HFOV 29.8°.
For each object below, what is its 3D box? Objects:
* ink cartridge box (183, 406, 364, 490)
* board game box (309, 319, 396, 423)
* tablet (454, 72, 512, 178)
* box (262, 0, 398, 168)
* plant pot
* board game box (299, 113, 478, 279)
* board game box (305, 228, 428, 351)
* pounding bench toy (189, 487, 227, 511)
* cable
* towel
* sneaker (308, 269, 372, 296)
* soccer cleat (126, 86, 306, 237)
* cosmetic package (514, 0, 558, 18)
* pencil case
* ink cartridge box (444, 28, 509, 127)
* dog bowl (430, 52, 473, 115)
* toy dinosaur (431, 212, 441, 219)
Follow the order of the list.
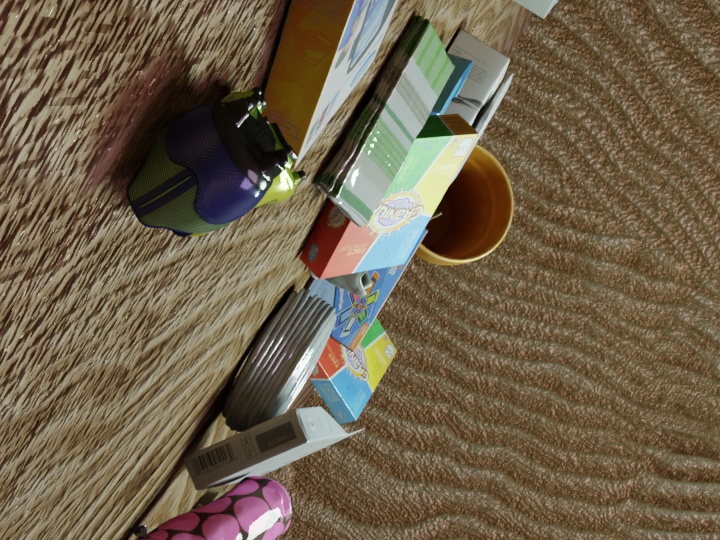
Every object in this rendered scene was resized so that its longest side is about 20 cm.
[{"bbox_3d":[-0.100,0.212,1.658,0.160,0.047,0.200,-26,170,17],"label":"ink cartridge box"},{"bbox_3d":[-0.022,0.150,2.407,0.040,0.153,0.200,-16,-154,35],"label":"board game box"},{"bbox_3d":[0.169,-0.201,1.922,0.130,0.014,0.200,-60,180,30],"label":"tablet"},{"bbox_3d":[-0.013,-0.153,0.845,0.119,0.041,0.200,-57,174,-34],"label":"box"},{"bbox_3d":[0.122,-0.101,2.208,0.200,0.200,0.183,-58,-168,-16],"label":"plant pot"},{"bbox_3d":[0.032,-0.086,1.547,0.153,0.040,0.200,-11,139,-46],"label":"board game box"},{"bbox_3d":[0.000,0.000,1.851,0.200,0.103,0.019,-58,-170,-13],"label":"board game box"},{"bbox_3d":[-0.252,0.479,2.178,0.200,0.124,0.156,-60,177,13],"label":"pounding bench toy"},{"bbox_3d":[-0.101,0.119,1.686,0.200,0.069,0.200,-61,176,27],"label":"cable"},{"bbox_3d":[0.027,-0.148,1.371,0.200,0.031,0.149,-61,164,-3],"label":"towel"},{"bbox_3d":[0.018,-0.058,1.683,0.200,0.092,0.076,-61,178,24],"label":"sneaker"},{"bbox_3d":[-0.079,-0.054,0.718,0.084,0.065,0.200,-30,-177,4],"label":"soccer cleat"},{"bbox_3d":[0.307,-0.505,2.100,0.108,0.085,0.200,-56,176,-36],"label":"cosmetic package"},{"bbox_3d":[-0.175,0.305,1.568,0.200,0.094,0.091,-19,104,-47],"label":"pencil case"},{"bbox_3d":[0.120,-0.216,1.877,0.200,0.083,0.147,-59,177,-3],"label":"ink cartridge box"},{"bbox_3d":[0.072,-0.190,1.711,0.200,0.050,0.111,-61,176,22],"label":"dog bowl"},{"bbox_3d":[0.016,-0.019,1.905,0.200,0.106,0.060,-59,176,-15],"label":"toy dinosaur"}]
